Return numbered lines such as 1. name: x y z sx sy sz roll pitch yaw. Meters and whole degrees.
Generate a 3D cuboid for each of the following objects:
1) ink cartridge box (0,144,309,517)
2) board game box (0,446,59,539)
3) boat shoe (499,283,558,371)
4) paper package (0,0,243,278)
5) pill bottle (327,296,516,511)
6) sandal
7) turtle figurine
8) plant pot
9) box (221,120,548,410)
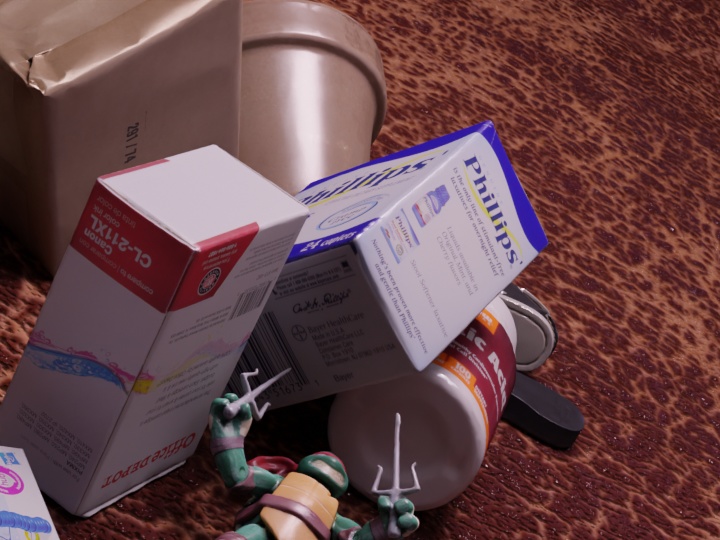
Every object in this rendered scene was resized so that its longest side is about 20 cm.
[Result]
1. ink cartridge box: -0.134 0.036 1.295 0.083 0.201 0.146 34 23 16
2. board game box: -0.248 0.165 1.088 0.195 0.056 0.200 12 30 -36
3. boat shoe: 0.075 0.015 1.731 0.199 0.074 0.060 27 15 6
4. paper package: -0.181 -0.125 1.487 0.190 0.201 0.103 -33 60 -28
5. pill bottle: 0.052 0.083 1.518 0.114 0.115 0.200 30 24 1
6. sandal: 0.094 0.075 1.670 0.199 0.043 0.076 25 24 -12
7. turtle figurine: -0.039 0.153 1.299 0.149 0.101 0.200 18 38 9
8. plant pot: -0.065 -0.087 1.661 0.199 0.200 0.175 15 45 -31
9. box: 0.000 0.000 1.454 0.200 0.183 0.105 -41 109 -49
